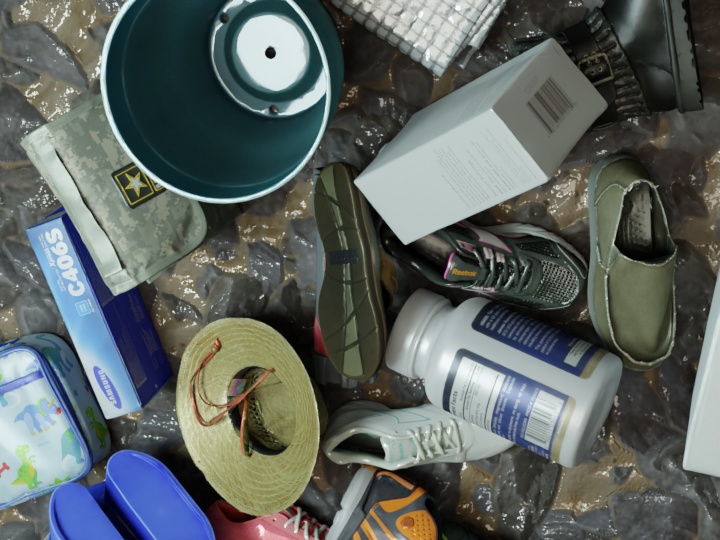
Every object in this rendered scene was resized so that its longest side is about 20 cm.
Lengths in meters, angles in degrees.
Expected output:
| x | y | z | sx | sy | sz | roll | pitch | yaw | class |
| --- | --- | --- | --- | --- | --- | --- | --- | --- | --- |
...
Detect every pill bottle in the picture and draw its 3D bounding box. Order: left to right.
| x | y | z | sx | sy | sz | roll | pitch | yaw | class |
| --- | --- | --- | --- | --- | --- | --- | --- | --- | --- |
| 0.128 | 0.091 | 1.499 | 0.200 | 0.111 | 0.111 | 24 | 111 | 18 | pill bottle |

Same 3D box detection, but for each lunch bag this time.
| x | y | z | sx | sy | sz | roll | pitch | yaw | class |
| --- | --- | --- | --- | --- | --- | --- | --- | --- | --- |
| -0.369 | 0.158 | 1.661 | 0.200 | 0.082 | 0.161 | -19 | 99 | 17 | lunch bag |
| -0.210 | -0.079 | 1.487 | 0.117 | 0.200 | 0.164 | -26 | 98 | 20 | lunch bag |

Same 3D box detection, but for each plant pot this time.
| x | y | z | sx | sy | sz | roll | pitch | yaw | class |
| --- | --- | --- | --- | --- | --- | --- | --- | --- | --- |
| -0.101 | -0.180 | 1.437 | 0.200 | 0.188 | 0.200 | 4 | 108 | 12 | plant pot |

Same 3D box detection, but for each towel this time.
| x | y | z | sx | sy | sz | roll | pitch | yaw | class |
| --- | --- | --- | --- | --- | --- | --- | --- | --- | --- |
| 0.067 | -0.291 | 1.421 | 0.165 | 0.086 | 0.200 | 32 | 109 | 1 | towel |

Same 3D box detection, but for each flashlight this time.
| x | y | z | sx | sy | sz | roll | pitch | yaw | class |
| --- | --- | --- | --- | --- | --- | --- | --- | --- | --- |
| -0.013 | 0.008 | 1.538 | 0.068 | 0.068 | 0.200 | 1 | 107 | -4 | flashlight |

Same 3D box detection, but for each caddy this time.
| x | y | z | sx | sy | sz | roll | pitch | yaw | class |
| --- | --- | --- | --- | --- | --- | --- | --- | --- | --- |
| -0.221 | 0.276 | 1.599 | 0.200 | 0.141 | 0.105 | 47 | 153 | 29 | caddy |

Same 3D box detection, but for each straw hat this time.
| x | y | z | sx | sy | sz | roll | pitch | yaw | class |
| --- | --- | --- | --- | --- | --- | --- | --- | --- | --- |
| -0.082 | 0.132 | 1.578 | 0.201 | 0.085 | 0.201 | 5 | 97 | 43 | straw hat |

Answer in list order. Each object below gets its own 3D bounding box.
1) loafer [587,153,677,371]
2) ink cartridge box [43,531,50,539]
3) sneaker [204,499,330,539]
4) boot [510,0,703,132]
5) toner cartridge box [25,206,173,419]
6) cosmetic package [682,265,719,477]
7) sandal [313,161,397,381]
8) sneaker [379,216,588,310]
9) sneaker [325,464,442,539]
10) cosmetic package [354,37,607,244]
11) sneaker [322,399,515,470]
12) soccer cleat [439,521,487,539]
| x | y | z | sx | sy | sz | roll | pitch | yaw | class |
| --- | --- | --- | --- | --- | --- | --- | --- | --- | --- |
| 0.243 | -0.002 | 1.462 | 0.075 | 0.070 | 0.200 | -14 | 104 | -9 | loafer |
| -0.306 | 0.359 | 1.642 | 0.125 | 0.200 | 0.129 | 34 | 111 | 1 | ink cartridge box |
| -0.068 | 0.269 | 1.627 | 0.200 | 0.074 | 0.087 | 1 | 105 | 13 | sneaker |
| 0.203 | -0.217 | 1.412 | 0.158 | 0.079 | 0.211 | -8 | 105 | 15 | boot |
| -0.251 | 0.034 | 1.587 | 0.043 | 0.095 | 0.200 | -17 | 101 | 19 | toner cartridge box |
| 0.396 | 0.089 | 1.413 | 0.200 | 0.167 | 0.167 | 12 | 109 | 10 | cosmetic package |
| 0.000 | 0.000 | 1.482 | 0.082 | 0.055 | 0.200 | -3 | 96 | 50 | sandal |
| 0.105 | -0.005 | 1.495 | 0.200 | 0.086 | 0.080 | 15 | 111 | 8 | sneaker |
| 0.014 | 0.291 | 1.547 | 0.112 | 0.078 | 0.200 | 21 | 79 | 14 | sneaker |
| 0.099 | -0.107 | 1.398 | 0.081 | 0.113 | 0.200 | 49 | 145 | -11 | cosmetic package |
| 0.059 | 0.161 | 1.562 | 0.200 | 0.080 | 0.071 | -7 | 103 | 14 | sneaker |
| 0.167 | 0.299 | 1.592 | 0.200 | 0.068 | 0.081 | 38 | 87 | 5 | soccer cleat |
